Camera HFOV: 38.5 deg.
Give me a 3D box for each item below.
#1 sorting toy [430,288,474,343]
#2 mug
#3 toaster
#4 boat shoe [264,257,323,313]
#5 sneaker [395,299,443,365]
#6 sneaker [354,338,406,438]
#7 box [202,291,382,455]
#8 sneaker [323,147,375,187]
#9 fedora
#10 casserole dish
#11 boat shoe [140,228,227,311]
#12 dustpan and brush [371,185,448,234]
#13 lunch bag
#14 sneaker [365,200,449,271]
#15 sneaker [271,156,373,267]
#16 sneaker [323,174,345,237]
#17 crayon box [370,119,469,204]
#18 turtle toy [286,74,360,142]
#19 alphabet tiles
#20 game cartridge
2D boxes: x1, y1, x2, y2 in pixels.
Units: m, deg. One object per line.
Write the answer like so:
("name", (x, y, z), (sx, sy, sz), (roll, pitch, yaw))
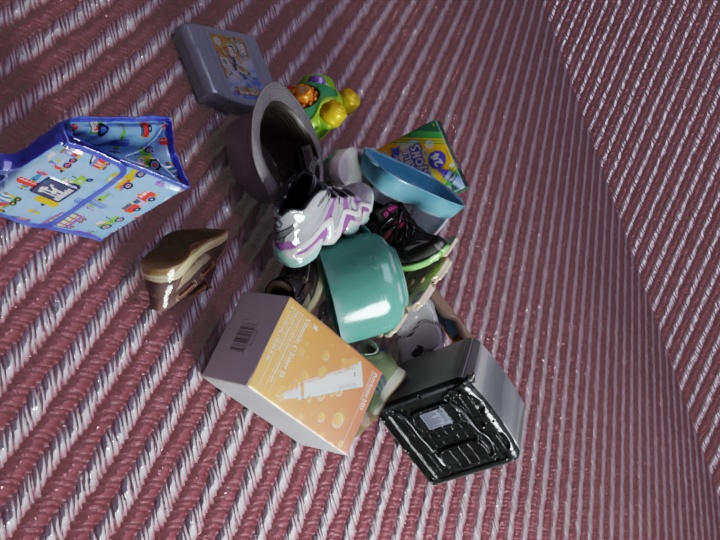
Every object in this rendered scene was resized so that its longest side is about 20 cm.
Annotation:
("sorting toy", (0.138, 0.069, 1.799), (0.186, 0.036, 0.200), (54, 3, 38))
("mug", (0.002, 0.006, 1.533), (0.152, 0.113, 0.188), (-132, -151, -79))
("toaster", (0.151, 0.220, 1.608), (0.181, 0.198, 0.119), (52, 34, -21))
("boat shoe", (-0.101, 0.037, 1.446), (0.065, 0.072, 0.202), (52, 29, -33))
("sneaker", (0.099, 0.106, 1.697), (0.116, 0.074, 0.202), (-84, 169, -56))
("sneaker", (-0.002, 0.170, 1.532), (0.090, 0.067, 0.200), (50, 31, -3))
("box", (-0.084, 0.133, 1.322), (0.200, 0.097, 0.126), (41, 65, -38))
("sneaker", (-0.030, -0.160, 1.667), (0.200, 0.081, 0.075), (-19, 103, -73))
("fedora", (-0.136, -0.172, 1.522), (0.200, 0.089, 0.179), (49, 43, -44))
("casserole dish", (0.078, -0.134, 1.638), (0.198, 0.039, 0.121), (19, 21, -35))
("boat shoe", (-0.218, -0.002, 1.295), (0.200, 0.071, 0.073), (-61, 152, -70))
("dustpan and brush", (0.043, -0.054, 1.704), (0.139, 0.201, 0.057), (32, 0, 14))
("lunch bag", (-0.310, -0.109, 1.110), (0.199, 0.149, 0.095), (4, 64, -60))
("sneaker", (0.056, -0.059, 1.598), (0.076, 0.199, 0.085), (-37, 128, -25))
("sneaker", (-0.052, -0.108, 1.471), (0.200, 0.077, 0.141), (-43, 142, -37))
("sneaker", (-0.043, -0.084, 1.655), (0.202, 0.073, 0.079), (60, 22, -9))
("crayon box", (0.071, -0.156, 1.768), (0.127, 0.198, 0.052), (66, 16, 4))
("turtle toy", (-0.081, -0.257, 1.668), (0.101, 0.146, 0.200), (45, 28, -6))
("alphabet tiles", (0.078, 0.024, 1.638), (0.015, 0.200, 0.197), (38, 75, -14))
("game cartridge", (-0.201, -0.308, 1.600), (0.199, 0.041, 0.135), (-12, 74, -62))
